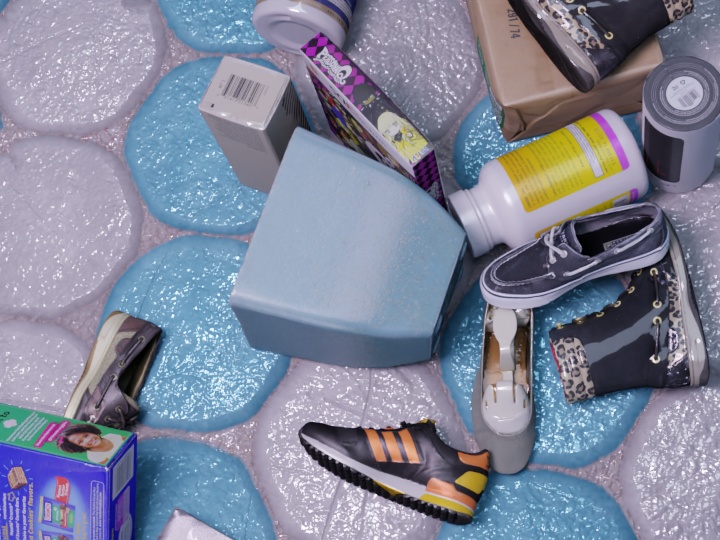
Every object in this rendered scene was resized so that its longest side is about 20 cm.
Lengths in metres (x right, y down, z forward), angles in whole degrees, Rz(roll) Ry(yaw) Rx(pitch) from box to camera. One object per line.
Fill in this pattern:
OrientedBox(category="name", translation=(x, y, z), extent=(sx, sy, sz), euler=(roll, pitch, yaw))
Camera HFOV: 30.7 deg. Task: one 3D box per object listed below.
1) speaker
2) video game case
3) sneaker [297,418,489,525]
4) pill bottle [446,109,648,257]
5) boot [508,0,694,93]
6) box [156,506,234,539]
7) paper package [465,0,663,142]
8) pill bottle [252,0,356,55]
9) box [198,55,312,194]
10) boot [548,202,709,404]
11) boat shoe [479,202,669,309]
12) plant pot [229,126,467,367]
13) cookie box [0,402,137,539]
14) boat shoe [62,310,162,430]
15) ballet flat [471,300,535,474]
OrientedBox(category="speaker", translation=(0.330, -0.146, 1.352), extent=(0.081, 0.200, 0.081), euler=(-3, 76, 10))
OrientedBox(category="video game case", translation=(0.019, -0.141, 1.395), extent=(0.036, 0.200, 0.181), euler=(-40, 71, -6))
OrientedBox(category="sneaker", translation=(0.037, 0.186, 1.355), extent=(0.200, 0.070, 0.090), euler=(23, 70, 11))
OrientedBox(category="pill bottle", translation=(0.197, -0.087, 1.402), extent=(0.200, 0.104, 0.104), euler=(-24, 70, -1))
OrientedBox(category="boot", translation=(0.239, -0.302, 1.376), extent=(0.150, 0.073, 0.200), euler=(-32, 73, -1))
OrientedBox(category="box", translation=(-0.141, 0.357, 1.330), extent=(0.200, 0.048, 0.159), euler=(25, 76, 16))
OrientedBox(category="paper package", translation=(0.224, -0.268, 1.461), extent=(0.190, 0.103, 0.200), euler=(-14, 71, 5))
OrientedBox(category="pill bottle", translation=(-0.047, -0.359, 1.526), extent=(0.111, 0.111, 0.200), euler=(13, 74, 12))
OrientedBox(category="box", translation=(-0.104, -0.147, 1.414), extent=(0.082, 0.200, 0.068), euler=(20, 75, 13))
OrientedBox(category="boot", translation=(0.267, 0.036, 1.368), extent=(0.153, 0.073, 0.204), euler=(-13, 69, 7))
OrientedBox(category="boat shoe", translation=(0.213, -0.020, 1.333), extent=(0.200, 0.068, 0.072), euler=(-15, 55, 10))
OrientedBox(category="plant pot", translation=(0.000, 0.000, 1.361), extent=(0.200, 0.196, 0.196), euler=(18, 75, 8))
OrientedBox(category="cookie box", translation=(-0.335, 0.234, 1.341), extent=(0.200, 0.075, 0.172), euler=(11, 114, 11))
OrientedBox(category="boat shoe", translation=(-0.268, 0.140, 1.409), extent=(0.065, 0.073, 0.200), euler=(10, 73, 17))
OrientedBox(category="ballet flat", translation=(0.148, 0.108, 1.364), extent=(0.067, 0.064, 0.200), euler=(0, 72, 8))
